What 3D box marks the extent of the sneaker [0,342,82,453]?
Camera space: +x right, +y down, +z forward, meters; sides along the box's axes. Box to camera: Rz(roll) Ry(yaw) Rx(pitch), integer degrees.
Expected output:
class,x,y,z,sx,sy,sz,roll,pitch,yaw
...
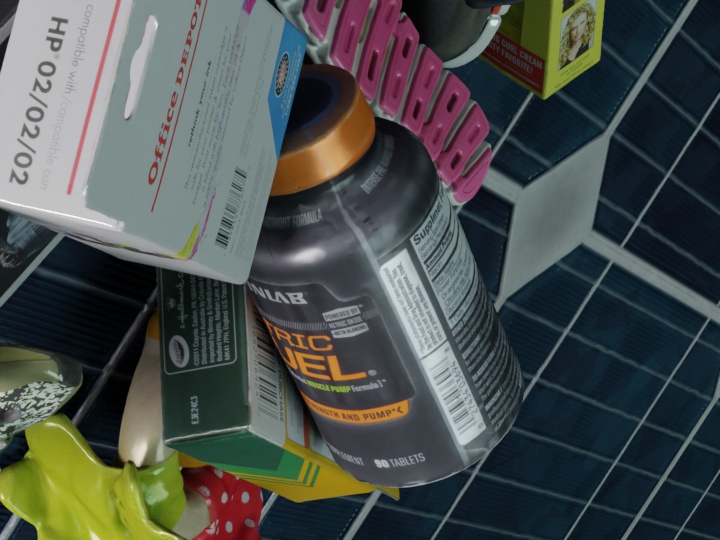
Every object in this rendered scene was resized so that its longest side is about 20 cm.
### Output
class,x,y,z,sx,sy,sz,roll,pitch,yaw
sneaker,-0.191,0.101,0.915,0.200,0.089,0.077,-32,153,19

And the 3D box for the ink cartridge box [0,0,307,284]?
class,x,y,z,sx,sy,sz,roll,pitch,yaw
ink cartridge box,-0.090,-0.068,0.861,0.200,0.068,0.115,32,71,-74

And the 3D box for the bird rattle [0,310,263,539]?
class,x,y,z,sx,sy,sz,roll,pitch,yaw
bird rattle,-0.088,0.100,1.151,0.200,0.113,0.163,19,86,-63

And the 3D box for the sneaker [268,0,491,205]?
class,x,y,z,sx,sy,sz,roll,pitch,yaw
sneaker,-0.016,-0.100,1.069,0.200,0.087,0.074,48,49,-41

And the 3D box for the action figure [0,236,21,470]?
class,x,y,z,sx,sy,sz,roll,pitch,yaw
action figure,-0.188,0.042,0.825,0.119,0.102,0.200,5,121,-50

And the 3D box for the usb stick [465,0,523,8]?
class,x,y,z,sx,sy,sz,roll,pitch,yaw
usb stick,0.059,-0.219,0.988,0.033,0.055,0.200,-94,177,-68

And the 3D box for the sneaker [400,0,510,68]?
class,x,y,z,sx,sy,sz,roll,pitch,yaw
sneaker,0.031,-0.192,1.056,0.082,0.077,0.200,-16,124,-37

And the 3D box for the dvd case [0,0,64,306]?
class,x,y,z,sx,sy,sz,roll,pitch,yaw
dvd case,-0.173,-0.029,0.910,0.200,0.025,0.150,-50,157,-10

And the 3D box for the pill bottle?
class,x,y,z,sx,sy,sz,roll,pitch,yaw
pill bottle,0.000,0.000,1.031,0.106,0.106,0.200,-42,128,-23

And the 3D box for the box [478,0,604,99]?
class,x,y,z,sx,sy,sz,roll,pitch,yaw
box,0.092,-0.189,1.140,0.050,0.075,0.200,-37,149,-27

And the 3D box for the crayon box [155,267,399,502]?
class,x,y,z,sx,sy,sz,roll,pitch,yaw
crayon box,-0.041,0.046,1.127,0.200,0.052,0.126,36,47,-62
